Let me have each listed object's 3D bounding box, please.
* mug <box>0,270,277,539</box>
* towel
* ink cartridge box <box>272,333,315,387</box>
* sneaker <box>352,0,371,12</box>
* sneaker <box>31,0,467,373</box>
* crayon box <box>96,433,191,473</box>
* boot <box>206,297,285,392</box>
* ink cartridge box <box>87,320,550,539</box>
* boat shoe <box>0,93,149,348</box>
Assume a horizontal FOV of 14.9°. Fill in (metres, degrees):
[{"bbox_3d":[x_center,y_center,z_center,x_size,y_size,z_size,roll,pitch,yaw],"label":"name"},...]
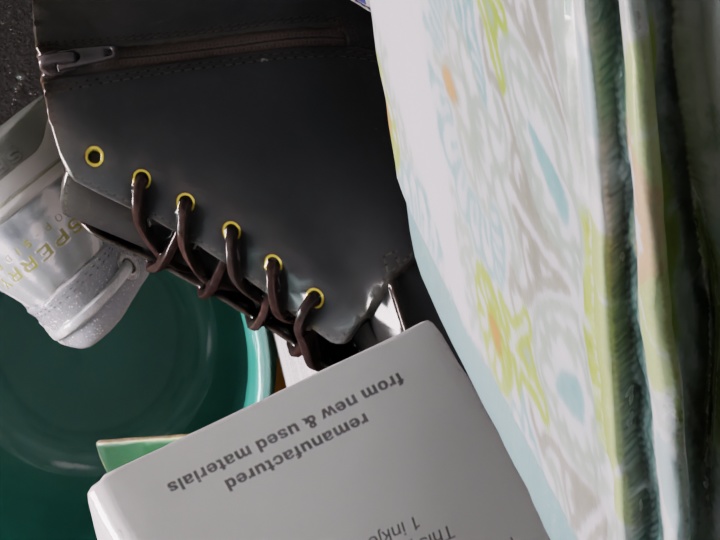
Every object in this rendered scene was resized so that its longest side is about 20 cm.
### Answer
[{"bbox_3d":[-0.110,0.046,1.003,0.114,0.151,0.186,-93,21,-84],"label":"mug"},{"bbox_3d":[0.034,-0.047,0.427,0.200,0.048,0.172,-115,15,-60],"label":"towel"},{"bbox_3d":[0.000,0.000,0.862,0.200,0.050,0.162,164,92,-80],"label":"ink cartridge box"},{"bbox_3d":[-0.040,-0.097,0.646,0.200,0.115,0.081,-119,15,-67],"label":"sneaker"},{"bbox_3d":[-0.016,0.004,0.704,0.075,0.106,0.201,89,165,-65],"label":"sneaker"},{"bbox_3d":[-0.006,0.142,0.771,0.051,0.126,0.201,-43,-60,-54],"label":"crayon box"},{"bbox_3d":[-0.033,0.056,1.116,0.144,0.201,0.071,-35,22,48],"label":"boot"},{"bbox_3d":[0.027,0.137,0.568,0.200,0.084,0.145,59,167,27],"label":"ink cartridge box"},{"bbox_3d":[-0.075,-0.022,0.830,0.065,0.074,0.202,52,-170,-1],"label":"boat shoe"}]
